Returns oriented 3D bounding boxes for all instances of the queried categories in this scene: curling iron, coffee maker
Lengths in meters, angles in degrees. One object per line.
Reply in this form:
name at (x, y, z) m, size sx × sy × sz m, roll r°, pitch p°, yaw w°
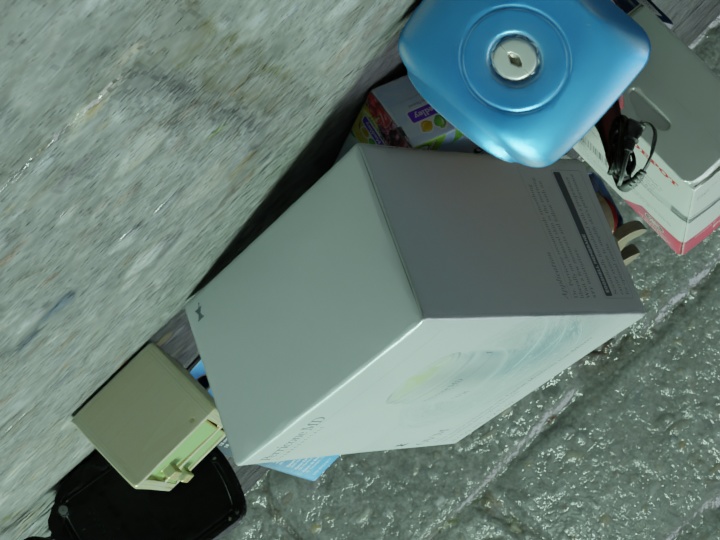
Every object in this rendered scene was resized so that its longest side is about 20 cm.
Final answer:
curling iron at (0.179, -0.121, 1.126) m, size 0.200 × 0.025 × 0.050 m, roll -91°, pitch -159°, yaw -55°
coffee maker at (-0.202, 0.218, 1.301) m, size 0.191 × 0.135 × 0.200 m, roll -11°, pitch 162°, yaw -17°

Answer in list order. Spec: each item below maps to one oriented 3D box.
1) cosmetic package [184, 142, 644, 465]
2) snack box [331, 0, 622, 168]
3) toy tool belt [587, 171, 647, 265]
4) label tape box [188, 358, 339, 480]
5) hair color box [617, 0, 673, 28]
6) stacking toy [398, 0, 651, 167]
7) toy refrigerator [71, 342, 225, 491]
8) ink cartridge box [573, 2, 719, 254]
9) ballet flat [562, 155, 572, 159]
cosmetic package at (0.032, 0.025, 1.015) m, size 0.199 × 0.123 × 0.199 m, roll 1°, pitch 150°, yaw -41°
snack box at (0.078, -0.097, 1.057) m, size 0.200 × 0.053 × 0.142 m, roll -25°, pitch 162°, yaw -27°
toy tool belt at (0.142, -0.022, 1.170) m, size 0.123 × 0.125 × 0.200 m, roll -21°, pitch 173°, yaw -37°
label tape box at (-0.077, 0.093, 1.353) m, size 0.200 × 0.063 × 0.144 m, roll 23°, pitch 120°, yaw -39°
hair color box at (0.172, -0.163, 1.386) m, size 0.200 × 0.061 × 0.100 m, roll -47°, pitch 164°, yaw 20°
stacking toy at (0.105, -0.156, 0.940) m, size 0.110 × 0.116 × 0.200 m, roll -47°, pitch -172°, yaw 29°
toy refrigerator at (-0.139, 0.110, 1.131) m, size 0.076 × 0.070 × 0.200 m, roll -44°, pitch 175°, yaw -7°
ink cartridge box at (0.251, -0.112, 1.325) m, size 0.083 × 0.147 × 0.200 m, roll -40°, pitch 164°, yaw -4°
ballet flat at (0.151, -0.077, 1.291) m, size 0.072 × 0.072 × 0.200 m, roll -46°, pitch 173°, yaw 9°
